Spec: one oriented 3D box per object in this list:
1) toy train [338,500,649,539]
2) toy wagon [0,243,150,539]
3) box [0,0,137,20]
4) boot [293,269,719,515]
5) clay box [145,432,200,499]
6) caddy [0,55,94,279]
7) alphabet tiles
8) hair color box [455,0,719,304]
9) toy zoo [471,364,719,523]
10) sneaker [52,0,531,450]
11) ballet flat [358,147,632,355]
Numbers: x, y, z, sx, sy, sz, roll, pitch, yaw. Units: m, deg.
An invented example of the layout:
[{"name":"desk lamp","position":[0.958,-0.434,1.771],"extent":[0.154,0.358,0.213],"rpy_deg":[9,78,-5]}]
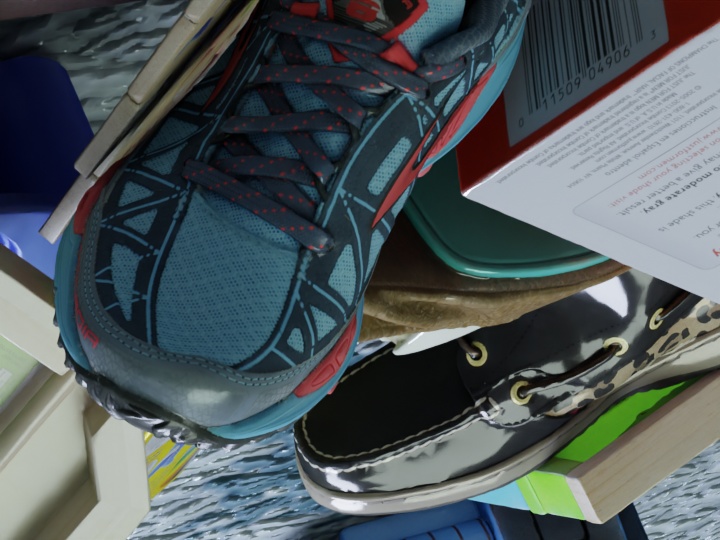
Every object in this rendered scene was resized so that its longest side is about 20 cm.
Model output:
[{"name":"toy train","position":[0.040,0.152,1.344],"extent":[0.199,0.087,0.114],"rpy_deg":[-13,146,-11]},{"name":"toy wagon","position":[-0.147,0.030,0.749],"extent":[0.200,0.040,0.155],"rpy_deg":[36,101,-29]},{"name":"box","position":[-0.123,-0.108,0.685],"extent":[0.199,0.075,0.100],"rpy_deg":[-8,153,-22]},{"name":"boot","position":[0.052,-0.010,0.973],"extent":[0.199,0.073,0.151],"rpy_deg":[-22,134,2]},{"name":"clay box","position":[-0.083,0.050,1.017],"extent":[0.115,0.048,0.200],"rpy_deg":[-41,174,-43]},{"name":"caddy","position":[-0.153,0.016,0.872],"extent":[0.200,0.105,0.141],"rpy_deg":[-37,152,31]},{"name":"alphabet tiles","position":[-0.019,-0.088,0.759],"extent":[0.200,0.008,0.167],"rpy_deg":[-49,-177,46]},{"name":"hair color box","position":[0.135,-0.040,0.854],"extent":[0.200,0.064,0.111],"rpy_deg":[23,139,-35]},{"name":"toy zoo","position":[0.083,0.044,1.094],"extent":[0.131,0.021,0.200],"rpy_deg":[-33,-166,-21]},{"name":"sneaker","position":[-0.014,-0.046,0.726],"extent":[0.079,0.200,0.096],"rpy_deg":[26,141,5]},{"name":"ballet flat","position":[0.000,0.000,0.862],"extent":[0.199,0.068,0.072],"rpy_deg":[-13,151,-38]}]
